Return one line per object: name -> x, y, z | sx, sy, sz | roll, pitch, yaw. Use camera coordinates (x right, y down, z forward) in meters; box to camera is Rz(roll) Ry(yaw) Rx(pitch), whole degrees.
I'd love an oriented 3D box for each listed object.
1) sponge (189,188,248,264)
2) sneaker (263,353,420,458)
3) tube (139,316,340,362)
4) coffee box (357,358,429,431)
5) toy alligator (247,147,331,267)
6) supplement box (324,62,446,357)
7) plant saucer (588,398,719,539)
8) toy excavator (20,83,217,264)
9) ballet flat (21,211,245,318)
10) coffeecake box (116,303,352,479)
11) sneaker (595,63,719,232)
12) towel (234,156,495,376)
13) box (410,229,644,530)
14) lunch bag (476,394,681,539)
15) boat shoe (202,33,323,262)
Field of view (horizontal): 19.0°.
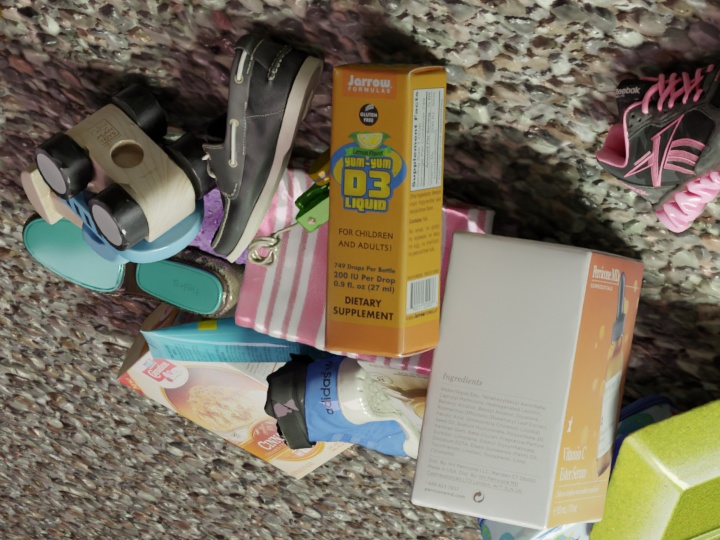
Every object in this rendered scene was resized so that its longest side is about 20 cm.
sponge -> -0.068, -0.030, 1.754 | 0.199, 0.030, 0.112 | 21, 152, 3
sneaker -> -0.011, 0.116, 1.813 | 0.111, 0.077, 0.200 | -5, 166, 23
tube -> -0.083, 0.058, 1.822 | 0.199, 0.051, 0.078 | -4, 155, 2
coffee box -> 0.091, 0.087, 1.761 | 0.113, 0.080, 0.200 | 5, 155, 27
toy alligator -> -0.010, -0.066, 1.596 | 0.059, 0.054, 0.200 | 43, 130, -19
supplement box -> 0.017, -0.044, 1.497 | 0.066, 0.201, 0.069 | 5, -174, 27
plant saucer -> 0.287, 0.157, 1.665 | 0.199, 0.048, 0.200 | -19, 152, -14
toy excavator -> -0.205, -0.060, 1.710 | 0.194, 0.100, 0.200 | 43, 153, 21
ballet flat -> -0.188, -0.009, 1.839 | 0.199, 0.075, 0.068 | 16, 111, 14
coffeecake box -> -0.101, 0.097, 1.954 | 0.199, 0.073, 0.153 | 30, 152, -12
sneaker -> 0.211, -0.099, 1.396 | 0.095, 0.079, 0.200 | 35, 151, 1
towel -> 0.000, 0.000, 1.653 | 0.199, 0.030, 0.147 | 15, 109, 21
box -> 0.125, 0.079, 1.573 | 0.106, 0.201, 0.152 | 10, -179, 23
lunch bag -> 0.202, 0.197, 1.789 | 0.200, 0.083, 0.161 | -33, 144, 4
boat shoe -> -0.084, -0.090, 1.592 | 0.067, 0.072, 0.200 | 21, 133, 0
